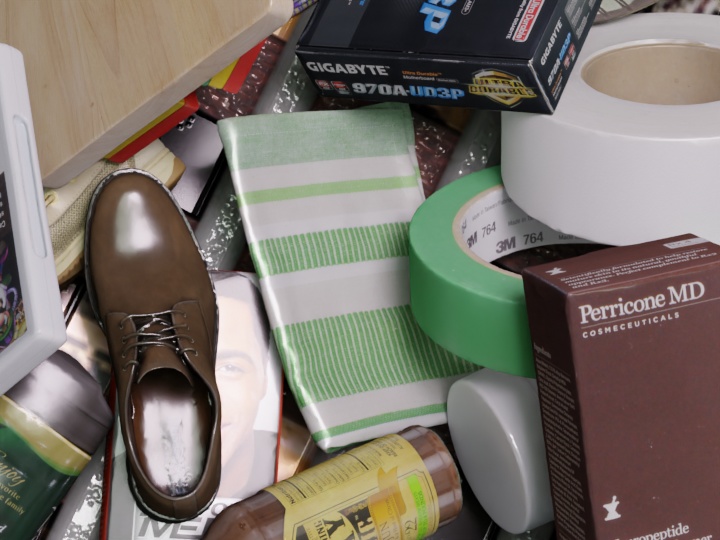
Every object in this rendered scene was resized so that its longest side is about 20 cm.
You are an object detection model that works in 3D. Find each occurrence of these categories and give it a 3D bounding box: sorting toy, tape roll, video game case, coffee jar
[{"bbox_3d":[-0.117,-0.174,1.115,0.069,0.198,0.201,11,56,-48],"label":"sorting toy"},{"bbox_3d":[0.127,-0.005,1.159,0.199,0.201,0.049,-8,117,-12],"label":"tape roll"},{"bbox_3d":[-0.233,0.005,1.077,0.023,0.200,0.183,16,49,-42],"label":"video game case"},{"bbox_3d":[-0.220,0.129,1.116,0.085,0.104,0.201,36,83,-10],"label":"coffee jar"},{"bbox_3d":[0.183,-0.086,1.182,0.201,0.203,0.071,-9,117,-12],"label":"tape roll"}]

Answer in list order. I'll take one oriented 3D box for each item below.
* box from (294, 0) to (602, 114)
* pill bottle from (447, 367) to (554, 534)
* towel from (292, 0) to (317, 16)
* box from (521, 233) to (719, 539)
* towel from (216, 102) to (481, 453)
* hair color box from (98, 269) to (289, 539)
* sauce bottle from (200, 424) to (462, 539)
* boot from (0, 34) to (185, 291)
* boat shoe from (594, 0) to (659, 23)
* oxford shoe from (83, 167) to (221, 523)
[{"bbox_3d":[0.070,-0.185,1.181,0.158,0.046,0.201,8,58,31],"label":"box"},{"bbox_3d":[0.161,0.077,1.189,0.199,0.114,0.115,-20,86,-19],"label":"pill bottle"},{"bbox_3d":[-0.087,-0.214,1.240,0.199,0.023,0.144,-34,90,-14],"label":"towel"},{"bbox_3d":[0.152,0.091,1.040,0.099,0.075,0.202,-12,102,-12],"label":"box"},{"bbox_3d":[0.000,0.000,1.191,0.152,0.023,0.202,-10,82,-43],"label":"towel"},{"bbox_3d":[-0.099,0.101,1.173,0.101,0.061,0.202,4,81,-9],"label":"hair color box"},{"bbox_3d":[-0.037,0.149,1.116,0.199,0.065,0.065,-23,87,-25],"label":"sauce bottle"},{"bbox_3d":[-0.220,-0.052,1.162,0.200,0.073,0.156,-42,93,-20],"label":"boot"},{"bbox_3d":[0.167,-0.193,1.261,0.198,0.073,0.075,-11,89,-8],"label":"boat shoe"},{"bbox_3d":[-0.108,0.037,1.107,0.072,0.084,0.202,-12,82,-9],"label":"oxford shoe"}]
